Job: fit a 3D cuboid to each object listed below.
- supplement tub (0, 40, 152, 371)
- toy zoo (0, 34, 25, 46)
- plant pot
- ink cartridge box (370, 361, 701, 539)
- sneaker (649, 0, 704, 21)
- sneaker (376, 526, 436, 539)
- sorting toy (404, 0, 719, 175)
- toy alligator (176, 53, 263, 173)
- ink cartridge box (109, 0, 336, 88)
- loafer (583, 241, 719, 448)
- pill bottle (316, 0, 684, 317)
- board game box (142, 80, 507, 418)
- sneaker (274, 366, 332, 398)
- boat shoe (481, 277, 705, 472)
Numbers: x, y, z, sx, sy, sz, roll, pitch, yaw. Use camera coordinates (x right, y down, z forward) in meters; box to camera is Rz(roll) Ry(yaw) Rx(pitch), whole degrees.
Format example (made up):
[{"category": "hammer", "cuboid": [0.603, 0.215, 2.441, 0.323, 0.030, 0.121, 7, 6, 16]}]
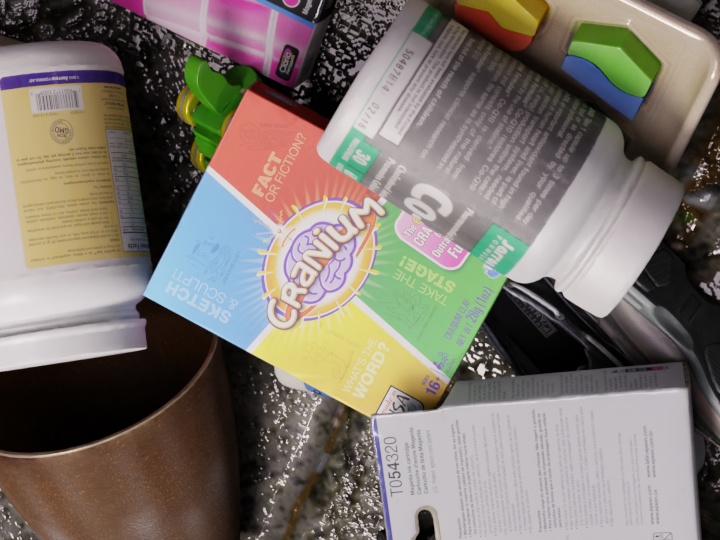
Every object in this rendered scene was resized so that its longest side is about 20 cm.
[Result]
[{"category": "supplement tub", "cuboid": [-0.213, -0.039, 1.444, 0.145, 0.145, 0.201, -9, 88, 24]}, {"category": "toy zoo", "cuboid": [-0.245, -0.064, 1.568, 0.131, 0.020, 0.200, 18, 116, 13]}, {"category": "plant pot", "cuboid": [-0.158, 0.144, 1.545, 0.187, 0.187, 0.200, -4, 125, 22]}, {"category": "ink cartridge box", "cuboid": [0.117, 0.159, 1.416, 0.199, 0.043, 0.197, -4, 115, 7]}, {"category": "sneaker", "cuboid": [0.127, -0.216, 1.346, 0.200, 0.076, 0.088, 36, 108, -4]}, {"category": "sneaker", "cuboid": [0.099, 0.188, 1.508, 0.200, 0.075, 0.079, -21, 90, 20]}, {"category": "sorting toy", "cuboid": [0.110, -0.123, 1.351, 0.200, 0.037, 0.185, 32, 151, 9]}, {"category": "toy alligator", "cuboid": [-0.074, -0.071, 1.481, 0.059, 0.054, 0.200, 30, 147, 40]}, {"category": "ink cartridge box", "cuboid": [-0.110, -0.205, 1.454, 0.200, 0.037, 0.095, 27, 118, 11]}, {"category": "loafer", "cuboid": [0.206, 0.052, 1.425, 0.200, 0.072, 0.063, 51, 137, 3]}, {"category": "pill bottle", "cuboid": [0.084, -0.064, 1.319, 0.200, 0.113, 0.113, 32, 118, -1]}, {"category": "board game box", "cuboid": [-0.015, -0.005, 1.405, 0.200, 0.040, 0.153, 28, 103, 0]}, {"category": "sneaker", "cuboid": [0.001, 0.000, 1.466, 0.111, 0.077, 0.200, 12, 119, 22]}, {"category": "boat shoe", "cuboid": [0.144, 0.071, 1.446, 0.072, 0.068, 0.200, -38, 94, 29]}]
